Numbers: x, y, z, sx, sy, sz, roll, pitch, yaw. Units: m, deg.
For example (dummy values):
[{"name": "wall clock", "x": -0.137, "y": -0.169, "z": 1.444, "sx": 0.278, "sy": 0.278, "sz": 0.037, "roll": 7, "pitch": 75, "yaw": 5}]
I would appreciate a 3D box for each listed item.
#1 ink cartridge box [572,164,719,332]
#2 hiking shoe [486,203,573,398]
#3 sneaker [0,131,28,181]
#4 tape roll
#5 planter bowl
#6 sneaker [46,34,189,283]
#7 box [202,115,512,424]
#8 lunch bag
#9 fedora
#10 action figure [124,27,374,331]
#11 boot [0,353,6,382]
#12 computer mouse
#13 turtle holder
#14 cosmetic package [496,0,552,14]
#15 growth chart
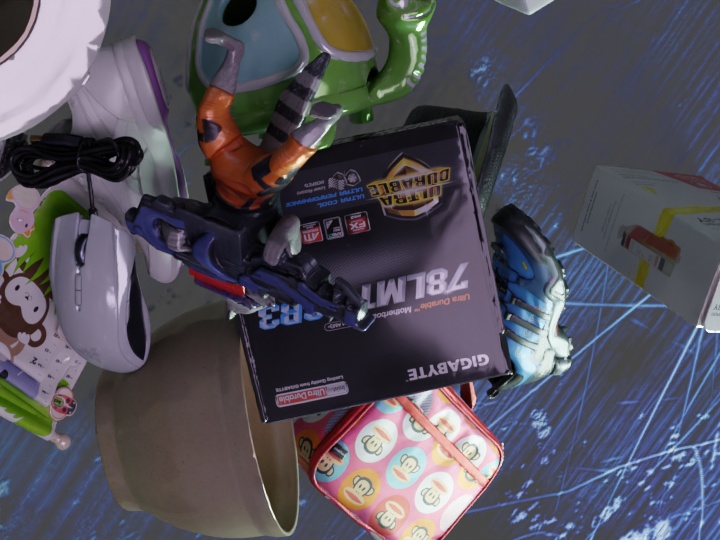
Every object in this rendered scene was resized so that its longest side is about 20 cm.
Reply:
[{"name": "ink cartridge box", "x": 0.317, "y": -0.021, "z": 1.239, "sx": 0.144, "sy": 0.200, "sz": 0.084, "roll": 4, "pitch": 113, "yaw": -30}, {"name": "hiking shoe", "x": 0.145, "y": 0.034, "z": 1.254, "sx": 0.086, "sy": 0.074, "sz": 0.201, "roll": -26, "pitch": 124, "yaw": -15}, {"name": "sneaker", "x": -0.326, "y": -0.093, "z": 0.939, "sx": 0.199, "sy": 0.081, "sz": 0.075, "roll": -11, "pitch": 137, "yaw": -47}, {"name": "tape roll", "x": -0.277, "y": -0.196, "z": 0.871, "sx": 0.202, "sy": 0.139, "sz": 0.204, "roll": -13, "pitch": 120, "yaw": -23}, {"name": "planter bowl", "x": -0.137, "y": 0.127, "z": 1.097, "sx": 0.134, "sy": 0.201, "sz": 0.201, "roll": -10, "pitch": 122, "yaw": 6}, {"name": "sneaker", "x": -0.187, "y": -0.080, "z": 1.033, "sx": 0.099, "sy": 0.075, "sz": 0.201, "roll": -13, "pitch": 117, "yaw": -6}, {"name": "box", "x": 0.000, "y": 0.000, "z": 1.012, "sx": 0.199, "sy": 0.050, "sz": 0.200, "roll": -11, "pitch": 101, "yaw": 4}, {"name": "lunch bag", "x": 0.043, "y": 0.161, "z": 1.267, "sx": 0.176, "sy": 0.082, "sz": 0.200, "roll": -47, "pitch": 128, "yaw": -4}, {"name": "fedora", "x": 0.064, "y": -0.072, "z": 1.133, "sx": 0.091, "sy": 0.201, "sz": 0.202, "roll": 19, "pitch": 108, "yaw": 3}, {"name": "action figure", "x": -0.054, "y": -0.044, "z": 0.921, "sx": 0.105, "sy": 0.199, "sz": 0.194, "roll": -38, "pitch": 152, "yaw": -51}, {"name": "boot", "x": -0.342, "y": 0.045, "z": 1.003, "sx": 0.162, "sy": 0.073, "sz": 0.199, "roll": 17, "pitch": 109, "yaw": -33}, {"name": "computer mouse", "x": -0.200, "y": -0.004, "z": 0.994, "sx": 0.044, "sy": 0.109, "sz": 0.201, "roll": -50, "pitch": 139, "yaw": -57}, {"name": "turtle holder", "x": -0.048, "y": -0.160, "z": 0.991, "sx": 0.141, "sy": 0.185, "sz": 0.133, "roll": -24, "pitch": 107, "yaw": -42}, {"name": "cosmetic package", "x": 0.142, "y": -0.328, "z": 1.010, "sx": 0.199, "sy": 0.166, "sz": 0.168, "roll": -31, "pitch": 125, "yaw": -12}, {"name": "growth chart", "x": -0.243, "y": 0.025, "z": 1.038, "sx": 0.145, "sy": 0.018, "sz": 0.201, "roll": 33, "pitch": 76, "yaw": -45}]
